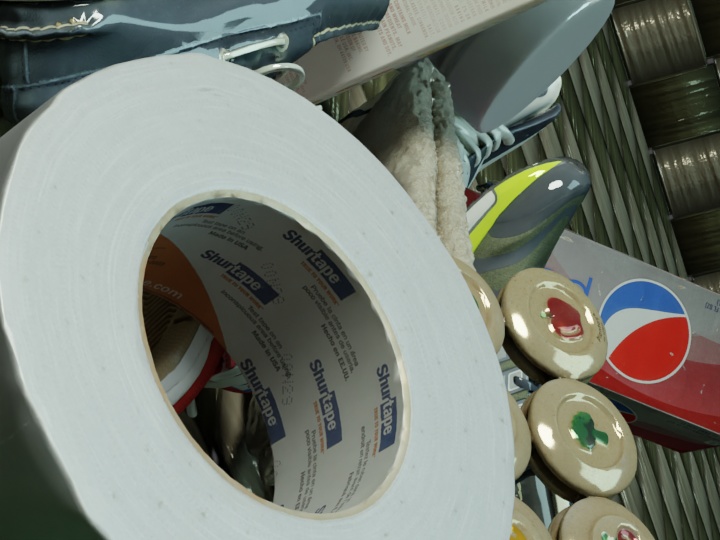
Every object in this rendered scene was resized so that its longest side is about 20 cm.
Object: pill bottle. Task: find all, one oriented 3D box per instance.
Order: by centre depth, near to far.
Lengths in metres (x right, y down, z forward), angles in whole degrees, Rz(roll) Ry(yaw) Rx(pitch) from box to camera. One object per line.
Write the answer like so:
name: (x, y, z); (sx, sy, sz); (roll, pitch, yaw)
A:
pill bottle: (0.026, -0.172, 1.131); (0.200, 0.114, 0.114); (47, 8, 10)

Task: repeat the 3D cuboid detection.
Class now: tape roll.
tape roll: (-0.044, 0.037, 0.681); (0.200, 0.066, 0.201); (28, 47, -34)

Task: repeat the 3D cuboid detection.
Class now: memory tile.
memory tile: (0.046, 0.078, 0.806); (0.152, 0.017, 0.201); (10, 53, -33)

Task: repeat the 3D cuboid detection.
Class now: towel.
towel: (0.000, 0.000, 0.974); (0.034, 0.133, 0.200); (31, 26, -17)

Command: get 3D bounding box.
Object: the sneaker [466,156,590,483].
sneaker: (0.059, 0.046, 0.982); (0.201, 0.081, 0.074); (-66, 159, 11)

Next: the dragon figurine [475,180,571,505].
dragon figurine: (0.083, 0.037, 1.159); (0.201, 0.099, 0.059); (59, -14, 21)

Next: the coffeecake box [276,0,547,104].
coffeecake box: (0.013, -0.128, 0.996); (0.154, 0.199, 0.073); (-41, 108, -76)

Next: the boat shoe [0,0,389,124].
boat shoe: (-0.058, -0.089, 0.843); (0.200, 0.074, 0.062); (-15, 109, -54)

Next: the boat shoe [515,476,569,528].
boat shoe: (0.053, 0.165, 1.054); (0.067, 0.072, 0.202); (8, 91, -33)

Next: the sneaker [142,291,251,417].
sneaker: (-0.057, 0.026, 0.832); (0.200, 0.071, 0.113); (-87, 156, -59)

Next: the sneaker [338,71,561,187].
sneaker: (0.053, -0.084, 1.196); (0.080, 0.129, 0.199); (48, 1, -3)

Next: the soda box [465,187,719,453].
soda box: (0.092, 0.022, 1.078); (0.063, 0.199, 0.070); (-26, -136, 68)
